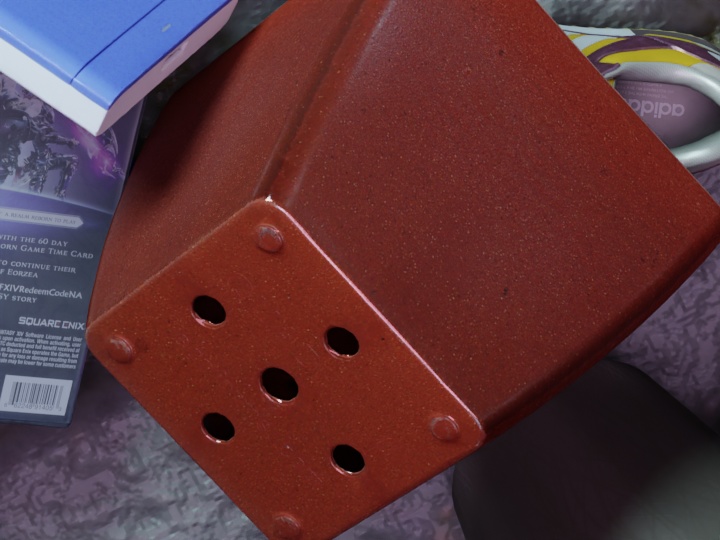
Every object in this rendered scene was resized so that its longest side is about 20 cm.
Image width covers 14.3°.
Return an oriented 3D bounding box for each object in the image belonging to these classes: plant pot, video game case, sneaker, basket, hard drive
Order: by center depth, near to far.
[{"bbox_3d":[-0.161,-0.144,1.215,0.199,0.132,0.025,34,124,5],"label":"hard drive"},{"bbox_3d":[0.000,0.000,1.217,0.200,0.176,0.200,47,132,-9],"label":"plant pot"},{"bbox_3d":[-0.171,-0.032,1.255,0.142,0.019,0.201,7,104,-31],"label":"video game case"},{"bbox_3d":[0.129,0.143,1.265,0.180,0.200,0.136,-36,133,0],"label":"basket"},{"bbox_3d":[0.078,-0.076,1.284,0.198,0.090,0.075,-3,103,0],"label":"sneaker"}]

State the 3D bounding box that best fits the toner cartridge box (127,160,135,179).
[{"bbox_3d":[-0.200,0.002,1.325,0.095,0.043,0.200,38,100,-8],"label":"toner cartridge box"}]
